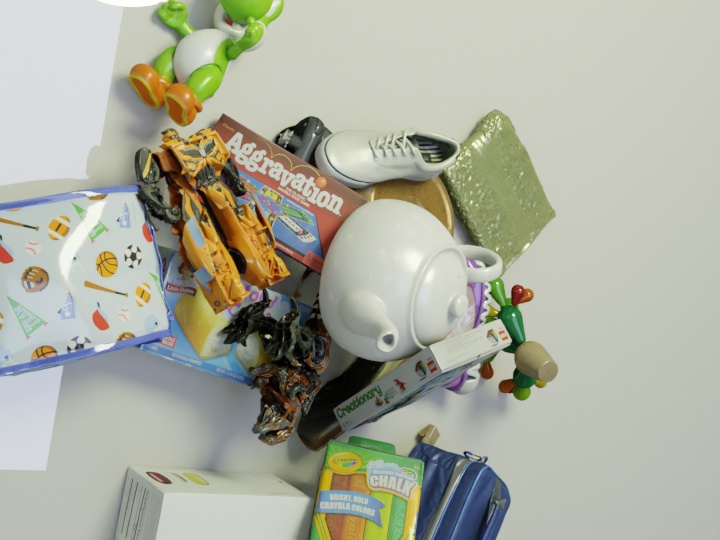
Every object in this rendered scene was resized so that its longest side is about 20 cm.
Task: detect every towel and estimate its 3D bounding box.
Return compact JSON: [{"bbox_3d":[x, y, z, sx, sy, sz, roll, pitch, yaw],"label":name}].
[{"bbox_3d":[0.190,-0.106,1.396,0.148,0.036,0.201,-44,119,-21],"label":"towel"}]

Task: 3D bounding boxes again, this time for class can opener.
[{"bbox_3d":[-0.093,-0.093,1.188,0.078,0.063,0.202,32,79,-19],"label":"can opener"}]

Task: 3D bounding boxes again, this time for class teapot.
[{"bbox_3d":[0.059,0.019,1.131,0.202,0.144,0.197,-65,147,-14],"label":"teapot"}]

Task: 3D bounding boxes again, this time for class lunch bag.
[{"bbox_3d":[-0.300,0.010,1.016,0.197,0.123,0.173,-14,91,-26],"label":"lunch bag"},{"bbox_3d":[0.118,0.333,1.323,0.202,0.131,0.136,-63,143,-16],"label":"lunch bag"}]

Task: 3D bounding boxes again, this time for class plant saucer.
[{"bbox_3d":[0.058,-0.070,1.275,0.198,0.035,0.204,12,72,-39],"label":"plant saucer"}]

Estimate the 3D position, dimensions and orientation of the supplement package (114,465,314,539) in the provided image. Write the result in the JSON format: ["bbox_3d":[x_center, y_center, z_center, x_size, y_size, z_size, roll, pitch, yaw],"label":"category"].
[{"bbox_3d":[-0.175,0.322,1.162,0.198,0.110,0.158,11,90,-35],"label":"supplement package"}]

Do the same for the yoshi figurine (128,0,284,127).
[{"bbox_3d":[-0.161,-0.262,1.097,0.113,0.111,0.201,49,67,-22],"label":"yoshi figurine"}]

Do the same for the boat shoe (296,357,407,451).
[{"bbox_3d":[0.007,0.163,1.287,0.200,0.075,0.074,-42,120,-21],"label":"boat shoe"}]

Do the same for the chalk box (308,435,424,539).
[{"bbox_3d":[0.004,0.291,1.208,0.123,0.125,0.202,11,56,-2],"label":"chalk box"}]

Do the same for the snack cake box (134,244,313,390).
[{"bbox_3d":[-0.164,0.060,1.160,0.198,0.067,0.117,23,84,-34],"label":"snack cake box"}]

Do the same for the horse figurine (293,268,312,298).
[{"bbox_3d":[0.000,0.000,1.269,0.198,0.050,0.134,26,74,-28],"label":"horse figurine"}]

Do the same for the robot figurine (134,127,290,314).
[{"bbox_3d":[-0.158,-0.064,1.074,0.144,0.058,0.202,-30,95,-50],"label":"robot figurine"}]

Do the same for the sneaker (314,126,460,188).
[{"bbox_3d":[0.036,-0.147,1.206,0.198,0.071,0.074,-9,76,-39],"label":"sneaker"}]

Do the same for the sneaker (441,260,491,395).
[{"bbox_3d":[0.118,0.069,1.343,0.087,0.080,0.204,1,97,-34],"label":"sneaker"}]

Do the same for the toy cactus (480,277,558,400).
[{"bbox_3d":[0.223,0.106,1.370,0.101,0.165,0.203,-14,113,-17],"label":"toy cactus"}]

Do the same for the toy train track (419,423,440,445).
[{"bbox_3d":[0.046,0.295,1.352,0.201,0.032,0.115,-56,141,-25],"label":"toy train track"}]

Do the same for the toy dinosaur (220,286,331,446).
[{"bbox_3d":[-0.081,0.093,1.143,0.136,0.101,0.203,46,41,-45],"label":"toy dinosaur"}]

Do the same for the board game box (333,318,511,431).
[{"bbox_3d":[0.070,0.125,1.170,0.125,0.200,0.035,-15,74,-43],"label":"board game box"}]

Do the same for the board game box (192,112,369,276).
[{"bbox_3d":[-0.099,-0.086,1.146,0.198,0.019,0.104,30,81,1],"label":"board game box"}]
